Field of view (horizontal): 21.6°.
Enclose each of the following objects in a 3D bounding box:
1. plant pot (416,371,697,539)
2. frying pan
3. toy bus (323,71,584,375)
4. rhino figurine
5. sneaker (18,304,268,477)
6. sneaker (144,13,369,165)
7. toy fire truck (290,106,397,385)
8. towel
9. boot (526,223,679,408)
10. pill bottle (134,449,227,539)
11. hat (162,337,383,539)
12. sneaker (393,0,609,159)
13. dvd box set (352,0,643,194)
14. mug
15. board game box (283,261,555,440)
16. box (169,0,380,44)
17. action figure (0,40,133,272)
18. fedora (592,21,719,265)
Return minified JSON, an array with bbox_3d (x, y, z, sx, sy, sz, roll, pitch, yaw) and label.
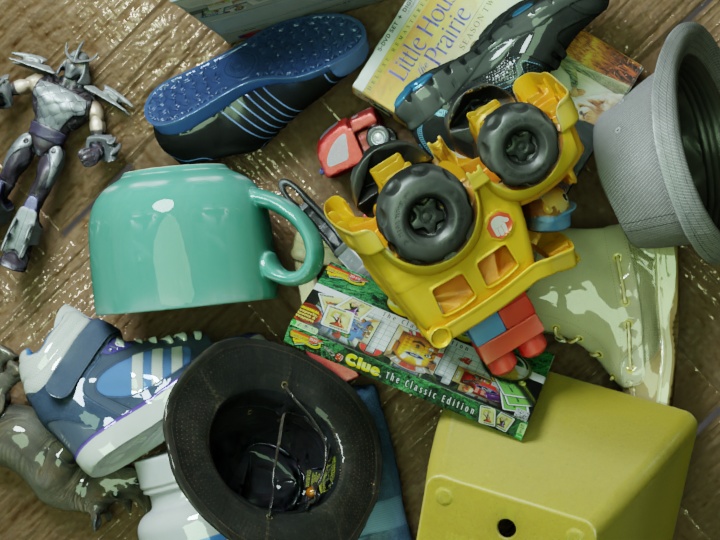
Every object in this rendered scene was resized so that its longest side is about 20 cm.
[{"bbox_3d":[0.132,0.205,1.471,0.198,0.176,0.202,15,110,17],"label":"plant pot"},{"bbox_3d":[0.016,-0.005,1.543,0.114,0.031,0.192,-22,93,8],"label":"frying pan"},{"bbox_3d":[0.100,-0.028,1.433,0.199,0.136,0.193,-34,106,-2],"label":"toy bus"},{"bbox_3d":[-0.260,0.156,1.623,0.199,0.060,0.088,36,93,4],"label":"rhino figurine"},{"bbox_3d":[-0.189,0.068,1.586,0.199,0.081,0.147,-31,70,-20],"label":"sneaker"},{"bbox_3d":[-0.079,-0.147,1.575,0.198,0.078,0.071,-20,52,8],"label":"sneaker"},{"bbox_3d":[-0.006,-0.020,1.583,0.140,0.049,0.202,-25,89,9],"label":"toy fire truck"},{"bbox_3d":[-0.017,0.201,1.595,0.110,0.049,0.202,-12,91,8],"label":"towel"},{"bbox_3d":[0.183,0.058,1.547,0.154,0.073,0.202,2,91,8],"label":"boot"},{"bbox_3d":[-0.123,0.246,1.580,0.111,0.112,0.202,-16,89,9],"label":"pill bottle"},{"bbox_3d":[-0.083,0.152,1.522,0.081,0.200,0.202,-33,87,50],"label":"hat"},{"bbox_3d":[0.124,-0.161,1.515,0.199,0.073,0.082,-36,101,1],"label":"sneaker"},{"bbox_3d":[0.113,-0.158,1.556,0.199,0.029,0.147,33,85,6],"label":"dvd box set"},{"bbox_3d":[-0.133,-0.028,1.555,0.183,0.152,0.116,-6,89,-14],"label":"mug"},{"bbox_3d":[0.048,0.061,1.475,0.198,0.105,0.024,22,120,6],"label":"board game box"},{"bbox_3d":[-0.060,-0.234,1.504,0.154,0.200,0.042,-15,84,9],"label":"box"},{"bbox_3d":[-0.273,-0.103,1.610,0.129,0.069,0.202,24,93,11],"label":"action figure"},{"bbox_3d":[0.241,-0.091,1.489,0.090,0.201,0.177,-15,133,28],"label":"fedora"}]
